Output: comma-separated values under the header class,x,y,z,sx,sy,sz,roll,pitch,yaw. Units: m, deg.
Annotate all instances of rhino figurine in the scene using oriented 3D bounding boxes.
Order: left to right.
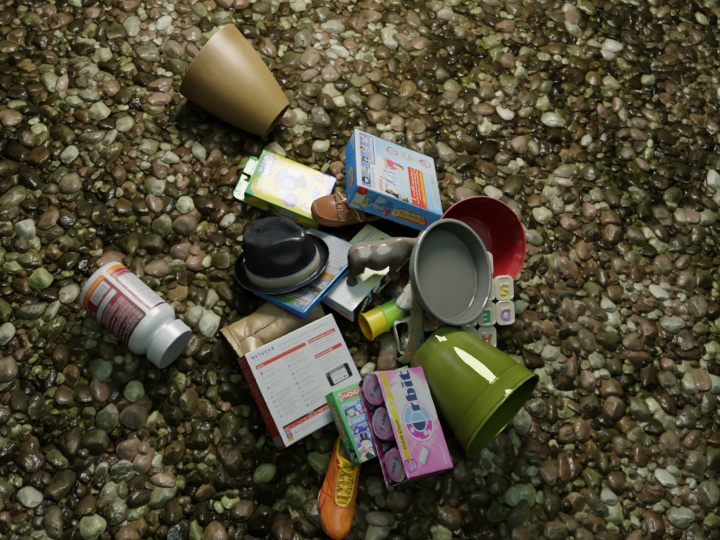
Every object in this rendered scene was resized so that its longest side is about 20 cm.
class,x,y,z,sx,sy,sz,roll,pitch,yaw
rhino figurine,0.063,-0.030,1.524,0.196,0.088,0.061,-12,51,-6

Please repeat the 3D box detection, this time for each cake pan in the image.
class,x,y,z,sx,sy,sz,roll,pitch,yaw
cake pan,0.170,0.005,1.491,0.197,0.036,0.205,7,78,-34

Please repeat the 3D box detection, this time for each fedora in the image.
class,x,y,z,sx,sy,sz,roll,pitch,yaw
fedora,-0.163,-0.043,1.529,0.196,0.093,0.203,-9,41,8

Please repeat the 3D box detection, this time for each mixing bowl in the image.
class,x,y,z,sx,sy,sz,roll,pitch,yaw
mixing bowl,0.232,-0.053,1.614,0.195,0.108,0.205,-1,97,-7

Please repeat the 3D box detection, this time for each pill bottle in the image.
class,x,y,z,sx,sy,sz,roll,pitch,yaw
pill bottle,-0.418,0.085,1.459,0.199,0.110,0.110,39,65,9

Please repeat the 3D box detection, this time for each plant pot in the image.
class,x,y,z,sx,sy,sz,roll,pitch,yaw
plant pot,-0.256,-0.389,1.681,0.199,0.186,0.187,40,64,-4
plant pot,0.200,0.209,1.475,0.199,0.202,0.193,-37,63,-23

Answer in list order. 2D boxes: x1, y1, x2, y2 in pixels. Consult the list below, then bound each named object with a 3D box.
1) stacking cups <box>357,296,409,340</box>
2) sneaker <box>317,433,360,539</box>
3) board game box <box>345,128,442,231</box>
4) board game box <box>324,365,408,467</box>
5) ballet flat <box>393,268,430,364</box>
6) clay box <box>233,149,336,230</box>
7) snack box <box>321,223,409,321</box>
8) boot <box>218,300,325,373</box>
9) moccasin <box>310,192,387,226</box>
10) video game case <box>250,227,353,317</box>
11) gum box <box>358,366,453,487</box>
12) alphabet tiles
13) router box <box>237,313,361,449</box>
class,x,y,z,sx,sy,sz,roll,pitch,yaw
stacking cups,0.093,0.073,1.577,0.197,0.061,0.061,-25,71,-19
sneaker,-0.035,0.378,1.407,0.071,0.077,0.204,9,66,-7
board game box,0.067,-0.188,1.634,0.192,0.056,0.202,18,40,-18
board game box,0.039,0.266,1.448,0.197,0.029,0.137,-11,71,-41
ballet flat,0.097,0.088,1.522,0.069,0.071,0.205,1,105,-9
clay box,-0.161,-0.176,1.657,0.196,0.048,0.117,21,64,-1
snack box,0.000,0.000,1.586,0.115,0.037,0.200,30,59,25
boot,-0.151,0.128,1.510,0.198,0.066,0.176,-30,74,-22
moccasin,-0.009,-0.129,1.620,0.197,0.078,0.075,3,74,-26
video game case,-0.104,-0.001,1.557,0.141,0.018,0.200,22,52,30
gum box,0.079,0.274,1.406,0.112,0.066,0.204,0,65,-39
alphabet tiles,0.213,0.065,1.567,0.195,0.015,0.200,-4,98,-6
router box,-0.102,0.203,1.447,0.197,0.049,0.182,-22,85,-31
